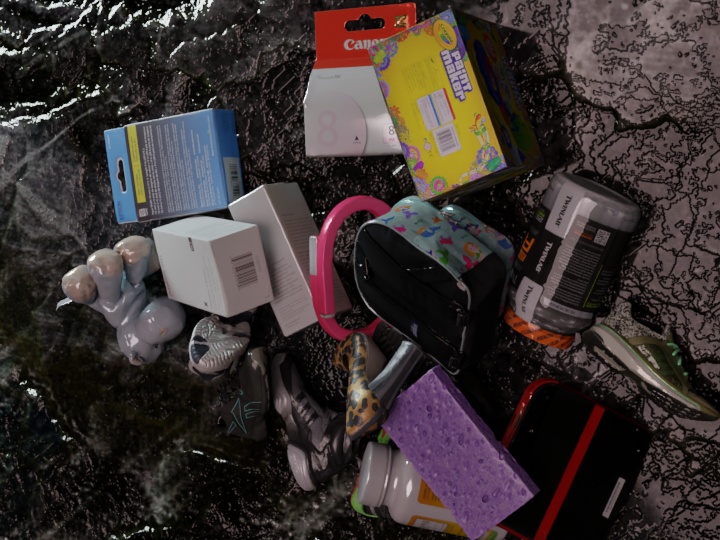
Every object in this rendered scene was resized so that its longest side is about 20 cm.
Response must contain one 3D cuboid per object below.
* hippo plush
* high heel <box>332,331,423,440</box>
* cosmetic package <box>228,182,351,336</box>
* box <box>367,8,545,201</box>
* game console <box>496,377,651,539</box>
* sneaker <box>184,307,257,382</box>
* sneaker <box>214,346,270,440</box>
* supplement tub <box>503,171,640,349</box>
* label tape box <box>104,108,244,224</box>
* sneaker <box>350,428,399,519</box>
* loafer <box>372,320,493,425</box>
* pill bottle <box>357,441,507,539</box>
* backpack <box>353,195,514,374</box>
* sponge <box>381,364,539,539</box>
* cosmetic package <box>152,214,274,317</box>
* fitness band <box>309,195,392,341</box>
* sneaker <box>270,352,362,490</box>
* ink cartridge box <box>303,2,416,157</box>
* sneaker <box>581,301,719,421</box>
[{"bbox_3d":[-0.352,0.062,1.756,0.199,0.159,0.162,-37,80,22],"label":"hippo plush"},{"bbox_3d":[-0.014,0.153,1.527,0.071,0.143,0.199,45,156,-20],"label":"high heel"},{"bbox_3d":[-0.098,-0.018,1.666,0.071,0.101,0.202,-26,84,25],"label":"cosmetic package"},{"bbox_3d":[0.125,-0.205,1.495,0.121,0.192,0.202,-20,88,23],"label":"box"},{"bbox_3d":[0.260,0.257,1.516,0.175,0.031,0.202,27,84,-6],"label":"game console"},{"bbox_3d":[-0.209,0.123,1.689,0.078,0.200,0.131,19,117,-7],"label":"sneaker"},{"bbox_3d":[-0.167,0.180,1.679,0.078,0.076,0.201,3,138,-6],"label":"sneaker"},{"bbox_3d":[0.262,-0.011,1.494,0.122,0.122,0.202,27,105,19],"label":"supplement tub"},{"bbox_3d":[-0.275,-0.152,1.751,0.198,0.066,0.146,-7,93,27],"label":"label tape box"},{"bbox_3d":[0.059,0.259,1.651,0.083,0.077,0.202,27,108,-3],"label":"sneaker"},{"bbox_3d":[0.099,0.139,1.606,0.200,0.071,0.073,43,111,5],"label":"loafer"},{"bbox_3d":[0.100,0.286,1.564,0.197,0.111,0.113,13,102,-6],"label":"pill bottle"},{"bbox_3d":[0.089,0.005,1.482,0.199,0.150,0.179,31,139,26],"label":"backpack"},{"bbox_3d":[0.118,0.227,1.473,0.112,0.030,0.201,-44,80,30],"label":"sponge"},{"bbox_3d":[-0.208,-0.010,1.652,0.199,0.080,0.114,7,113,56],"label":"cosmetic package"},{"bbox_3d":[0.000,0.000,1.604,0.037,0.142,0.203,13,108,56],"label":"fitness band"},{"bbox_3d":[-0.057,0.204,1.690,0.112,0.076,0.203,-18,72,7],"label":"sneaker"},{"bbox_3d":[0.000,-0.259,1.625,0.160,0.057,0.203,0,100,24],"label":"ink cartridge box"},{"bbox_3d":[0.380,0.112,1.486,0.199,0.077,0.089,38,79,2],"label":"sneaker"}]
